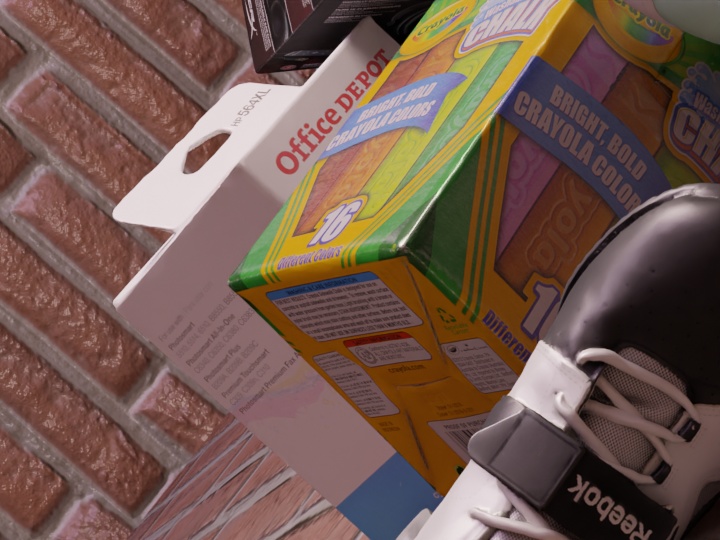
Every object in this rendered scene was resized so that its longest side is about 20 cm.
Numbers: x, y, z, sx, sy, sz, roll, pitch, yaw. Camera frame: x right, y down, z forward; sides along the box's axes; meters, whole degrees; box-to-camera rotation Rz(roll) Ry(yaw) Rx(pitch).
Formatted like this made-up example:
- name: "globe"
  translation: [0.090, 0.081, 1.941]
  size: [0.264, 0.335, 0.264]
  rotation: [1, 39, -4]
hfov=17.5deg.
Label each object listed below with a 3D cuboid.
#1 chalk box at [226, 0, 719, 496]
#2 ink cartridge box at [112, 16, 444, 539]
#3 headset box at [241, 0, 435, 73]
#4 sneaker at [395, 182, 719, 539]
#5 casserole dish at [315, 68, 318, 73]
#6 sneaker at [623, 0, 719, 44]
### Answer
- name: "chalk box"
  translation: [0.072, -0.035, 0.856]
  size: [0.124, 0.124, 0.200]
  rotation: [-15, 36, 57]
- name: "ink cartridge box"
  translation: [0.000, 0.000, 1.042]
  size: [0.125, 0.200, 0.129]
  rotation: [-44, 6, 45]
- name: "headset box"
  translation: [0.041, -0.158, 1.050]
  size: [0.148, 0.078, 0.200]
  rotation: [-8, -9, -20]
- name: "sneaker"
  translation: [0.060, 0.068, 0.661]
  size: [0.201, 0.074, 0.089]
  rotation: [-59, -1, 27]
- name: "casserole dish"
  translation: [0.045, -0.037, 1.178]
  size: [0.039, 0.201, 0.121]
  rotation: [0, 38, 50]
- name: "sneaker"
  translation: [0.187, -0.086, 0.794]
  size: [0.200, 0.118, 0.074]
  rotation: [-7, -60, -48]
